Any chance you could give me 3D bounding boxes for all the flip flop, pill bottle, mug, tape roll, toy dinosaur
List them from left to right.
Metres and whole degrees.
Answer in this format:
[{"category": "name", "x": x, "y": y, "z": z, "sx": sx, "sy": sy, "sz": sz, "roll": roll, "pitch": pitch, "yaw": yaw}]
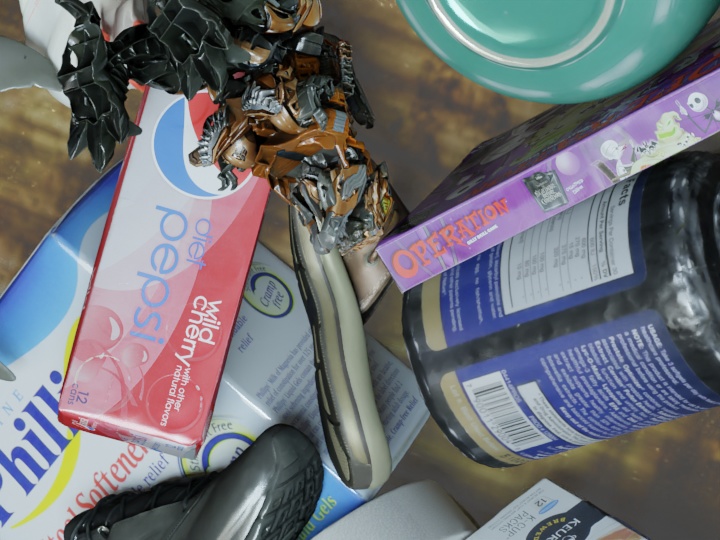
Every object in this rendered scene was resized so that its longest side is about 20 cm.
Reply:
[{"category": "toy dinosaur", "x": -0.059, "y": -0.097, "z": 1.166, "sx": 0.200, "sy": 0.135, "sz": 0.102, "roll": 49, "pitch": 127, "yaw": 21}, {"category": "tape roll", "x": -0.026, "y": 0.180, "z": 1.307, "sx": 0.037, "sy": 0.202, "sz": 0.203, "roll": 48, "pitch": 128, "yaw": 16}, {"category": "flip flop", "x": 0.000, "y": 0.000, "z": 1.244, "sx": 0.057, "sy": 0.081, "sz": 0.201, "roll": -9, "pitch": 79, "yaw": -4}, {"category": "mug", "x": 0.070, "y": -0.143, "z": 1.131, "sx": 0.184, "sy": 0.114, "sz": 0.153, "roll": -16, "pitch": 110, "yaw": 31}, {"category": "pill bottle", "x": 0.127, "y": 0.012, "z": 1.195, "sx": 0.199, "sy": 0.112, "sz": 0.112, "roll": -19, "pitch": 108, "yaw": 32}]

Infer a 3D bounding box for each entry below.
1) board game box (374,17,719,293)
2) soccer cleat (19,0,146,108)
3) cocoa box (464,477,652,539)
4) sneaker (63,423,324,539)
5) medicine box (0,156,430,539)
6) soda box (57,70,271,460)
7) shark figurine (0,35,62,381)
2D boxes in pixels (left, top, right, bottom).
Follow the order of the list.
[{"category": "board game box", "x": 0.108, "y": -0.061, "z": 1.157, "sx": 0.199, "sy": 0.120, "sz": 0.032, "roll": -27, "pitch": 104, "yaw": 33}, {"category": "soccer cleat", "x": -0.125, "y": -0.170, "z": 1.239, "sx": 0.077, "sy": 0.069, "sz": 0.201, "roll": 34, "pitch": 125, "yaw": 36}, {"category": "cocoa box", "x": 0.110, "y": 0.228, "z": 1.267, "sx": 0.131, "sy": 0.133, "sz": 0.201, "roll": 28, "pitch": 149, "yaw": 57}, {"category": "sneaker", "x": -0.093, "y": 0.134, "z": 1.267, "sx": 0.091, "sy": 0.076, "sz": 0.200, "roll": 44, "pitch": 122, "yaw": 8}, {"category": "medicine box", "x": -0.099, "y": 0.077, "z": 1.342, "sx": 0.200, "sy": 0.103, "sz": 0.182, "roll": 39, "pitch": 126, "yaw": -1}, {"category": "soda box", "x": -0.081, "y": -0.020, "z": 1.224, "sx": 0.070, "sy": 0.063, "sz": 0.201, "roll": 15, "pitch": 80, "yaw": -5}, {"category": "shark figurine", "x": -0.183, "y": -0.065, "z": 1.242, "sx": 0.089, "sy": 0.128, "sz": 0.216, "roll": 1, "pitch": 76, "yaw": -5}]
